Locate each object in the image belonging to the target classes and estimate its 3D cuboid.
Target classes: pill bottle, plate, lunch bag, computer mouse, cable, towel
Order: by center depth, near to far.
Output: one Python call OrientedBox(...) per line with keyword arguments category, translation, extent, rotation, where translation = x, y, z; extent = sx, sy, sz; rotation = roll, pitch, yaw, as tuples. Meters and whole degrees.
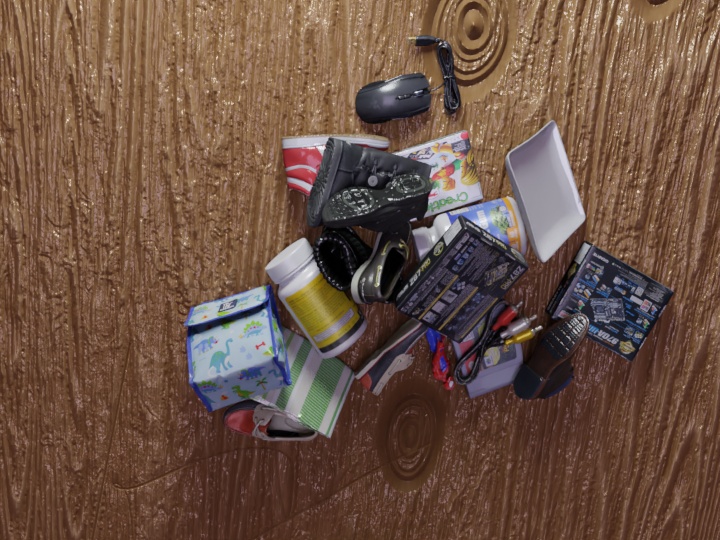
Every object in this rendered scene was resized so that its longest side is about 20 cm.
OrientedBox(category="computer mouse", translation=(0.083, -0.342, 1.248), extent=(0.194, 0.046, 0.145), rotation=(-7, 105, -1))
OrientedBox(category="plate", translation=(0.330, -0.144, 1.262), extent=(0.032, 0.199, 0.204), rotation=(-9, 110, 45))
OrientedBox(category="lunch bag", translation=(-0.227, 0.125, 1.277), extent=(0.165, 0.203, 0.129), rotation=(-15, 138, 0))
OrientedBox(category="pill bottle", translation=(0.197, -0.057, 1.286), extent=(0.194, 0.112, 0.115), rotation=(-15, 104, 0))
OrientedBox(category="pill bottle", translation=(-0.083, 0.051, 1.296), extent=(0.113, 0.115, 0.202), rotation=(-33, 103, 5))
OrientedBox(category="cable", translation=(0.246, 0.134, 1.329), extent=(0.199, 0.050, 0.098), rotation=(-41, 101, 5))
OrientedBox(category="towel", translation=(-0.117, 0.211, 1.342), extent=(0.197, 0.023, 0.155), rotation=(29, 64, -9))

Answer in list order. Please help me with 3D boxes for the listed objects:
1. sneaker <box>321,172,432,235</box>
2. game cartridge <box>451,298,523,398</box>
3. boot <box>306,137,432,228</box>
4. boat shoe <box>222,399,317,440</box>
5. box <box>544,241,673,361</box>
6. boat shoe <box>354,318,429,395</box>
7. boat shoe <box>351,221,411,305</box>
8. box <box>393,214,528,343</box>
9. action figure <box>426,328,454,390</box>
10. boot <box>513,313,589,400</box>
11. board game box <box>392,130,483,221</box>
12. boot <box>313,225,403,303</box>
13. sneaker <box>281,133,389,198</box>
OrientedBox(category="sneaker", translation=(0.030, -0.096, 1.186), extent=(0.194, 0.077, 0.092), rotation=(-12, 136, -8))
OrientedBox(category="game cartridge", translation=(0.246, 0.140, 1.375), extent=(0.130, 0.041, 0.205), rotation=(-20, 103, -2))
OrientedBox(category="boot", translation=(0.016, -0.135, 1.238), extent=(0.195, 0.066, 0.168), rotation=(9, 118, -26))
OrientedBox(category="boat shoe", translation=(-0.176, 0.300, 1.369), extent=(0.194, 0.063, 0.073), rotation=(5, 105, -3))
OrientedBox(category="box", translation=(0.485, 0.061, 1.361), extent=(0.196, 0.046, 0.162), rotation=(26, 101, -8))
OrientedBox(category="boat shoe", translation=(0.069, 0.163, 1.335), extent=(0.062, 0.071, 0.200), rotation=(43, 118, -1))
OrientedBox(category="boat shoe", translation=(0.053, -0.019, 1.222), extent=(0.059, 0.203, 0.073), rotation=(2, 136, 33))
OrientedBox(category="box", translation=(0.177, 0.021, 1.239), extent=(0.159, 0.050, 0.201), rotation=(27, 117, -23))
OrientedBox(category="action figure", translation=(0.147, 0.138, 1.354), extent=(0.050, 0.065, 0.205), rotation=(-12, 103, 17))
OrientedBox(category="boot", translation=(0.385, 0.172, 1.362), extent=(0.096, 0.075, 0.201), rotation=(21, 112, -47))
OrientedBox(category="board game box", translation=(0.119, -0.168, 1.296), extent=(0.195, 0.035, 0.130), rotation=(-18, 104, 1))
OrientedBox(category="boot", translation=(-0.002, 0.001, 1.265), extent=(0.210, 0.158, 0.080), rotation=(41, 102, -11))
OrientedBox(category="sneaker", translation=(-0.043, -0.188, 1.265), extent=(0.193, 0.071, 0.116), rotation=(-1, 100, 5))
